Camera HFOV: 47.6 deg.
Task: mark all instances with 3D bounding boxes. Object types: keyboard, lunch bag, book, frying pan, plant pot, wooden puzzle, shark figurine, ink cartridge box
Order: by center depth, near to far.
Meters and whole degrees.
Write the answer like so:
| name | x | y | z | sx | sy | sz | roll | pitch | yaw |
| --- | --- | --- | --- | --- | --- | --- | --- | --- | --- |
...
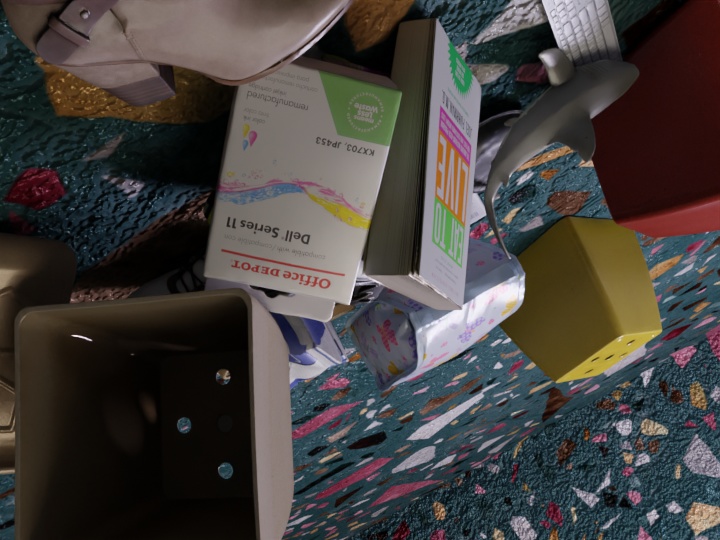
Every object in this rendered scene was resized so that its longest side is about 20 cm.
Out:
| name | x | y | z | sx | sy | sz | roll | pitch | yaw |
| --- | --- | --- | --- | --- | --- | --- | --- | --- | --- |
| ink cartridge box | -0.050 | -0.050 | 0.604 | 0.114 | 0.068 | 0.204 | 10 | 109 | -10 |
| wooden puzzle | -0.333 | 0.062 | 0.636 | 0.183 | 0.046 | 0.204 | 7 | 105 | -43 |
| book | 0.059 | -0.080 | 0.672 | 0.047 | 0.205 | 0.133 | 0 | 168 | 26 |
| plant pot | -0.146 | 0.130 | 0.675 | 0.195 | 0.205 | 0.177 | -5 | 173 | 13 |
| keyboard | 0.203 | -0.216 | 0.738 | 0.056 | 0.011 | 0.200 | -35 | 151 | 10 |
| shark figurine | 0.177 | -0.114 | 0.768 | 0.215 | 0.090 | 0.127 | -48 | 146 | 19 |
| frying pan | 0.164 | -0.137 | 0.841 | 0.188 | 0.031 | 0.115 | -31 | 155 | 2 |
| plant pot | 0.346 | -0.138 | 0.861 | 0.174 | 0.204 | 0.198 | -25 | 160 | 33 |
| lunch bag | 0.091 | 0.045 | 0.995 | 0.167 | 0.129 | 0.200 | -27 | 174 | -22 |
| plant pot | 0.331 | 0.055 | 1.232 | 0.197 | 0.179 | 0.200 | 0 | 147 | -44 |

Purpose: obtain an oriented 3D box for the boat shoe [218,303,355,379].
| name | x | y | z | sx | sy | sz | roll | pitch | yaw |
| --- | --- | --- | --- | --- | --- | --- | --- | --- | --- |
| boat shoe | -0.089 | 0.075 | 0.985 | 0.196 | 0.067 | 0.074 | -21 | 156 | -13 |

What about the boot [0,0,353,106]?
| name | x | y | z | sx | sy | sz | roll | pitch | yaw |
| --- | --- | --- | --- | --- | --- | --- | --- | --- | --- |
| boot | -0.105 | -0.171 | 0.471 | 0.197 | 0.071 | 0.147 | -27 | 154 | 2 |

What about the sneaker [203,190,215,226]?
| name | x | y | z | sx | sy | sz | roll | pitch | yaw |
| --- | --- | --- | --- | --- | --- | --- | --- | --- | --- |
| sneaker | -0.054 | -0.068 | 0.736 | 0.199 | 0.077 | 0.076 | -28 | 159 | -48 |

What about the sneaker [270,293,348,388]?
| name | x | y | z | sx | sy | sz | roll | pitch | yaw |
| --- | --- | --- | --- | --- | --- | --- | --- | --- | --- |
| sneaker | -0.081 | 0.094 | 0.867 | 0.114 | 0.082 | 0.200 | -31 | 167 | 1 |

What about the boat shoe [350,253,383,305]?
| name | x | y | z | sx | sy | sz | roll | pitch | yaw |
| --- | --- | --- | --- | --- | --- | --- | --- | --- | --- |
| boat shoe | 0.000 | 0.000 | 0.775 | 0.200 | 0.068 | 0.068 | -51 | 157 | -79 |

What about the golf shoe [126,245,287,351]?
| name | x | y | z | sx | sy | sz | roll | pitch | yaw |
| --- | --- | --- | --- | --- | --- | --- | --- | --- | --- |
| golf shoe | -0.150 | 0.006 | 0.791 | 0.197 | 0.078 | 0.095 | -24 | 149 | -26 |

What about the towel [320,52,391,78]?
| name | x | y | z | sx | sy | sz | roll | pitch | yaw |
| --- | --- | --- | --- | --- | --- | --- | --- | --- | --- |
| towel | 0.015 | -0.096 | 0.710 | 0.198 | 0.023 | 0.147 | 2 | 106 | -50 |

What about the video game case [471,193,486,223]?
| name | x | y | z | sx | sy | sz | roll | pitch | yaw |
| --- | --- | --- | --- | --- | --- | --- | --- | --- | --- |
| video game case | 0.058 | -0.067 | 0.908 | 0.141 | 0.018 | 0.200 | -30 | 156 | 10 |
